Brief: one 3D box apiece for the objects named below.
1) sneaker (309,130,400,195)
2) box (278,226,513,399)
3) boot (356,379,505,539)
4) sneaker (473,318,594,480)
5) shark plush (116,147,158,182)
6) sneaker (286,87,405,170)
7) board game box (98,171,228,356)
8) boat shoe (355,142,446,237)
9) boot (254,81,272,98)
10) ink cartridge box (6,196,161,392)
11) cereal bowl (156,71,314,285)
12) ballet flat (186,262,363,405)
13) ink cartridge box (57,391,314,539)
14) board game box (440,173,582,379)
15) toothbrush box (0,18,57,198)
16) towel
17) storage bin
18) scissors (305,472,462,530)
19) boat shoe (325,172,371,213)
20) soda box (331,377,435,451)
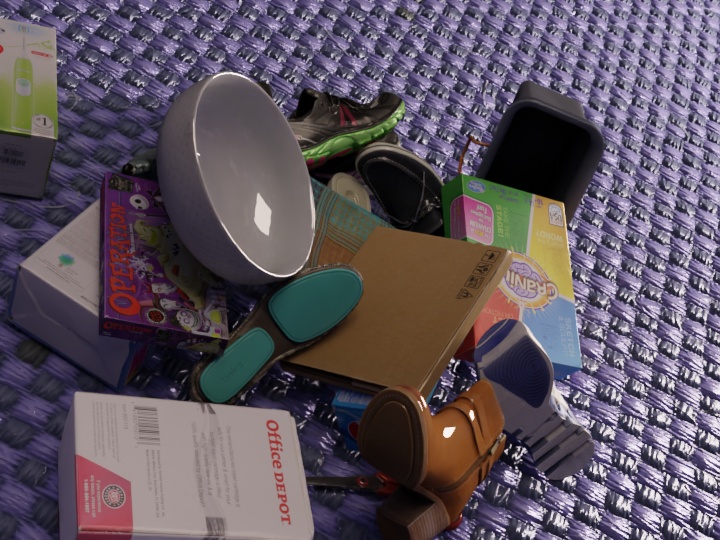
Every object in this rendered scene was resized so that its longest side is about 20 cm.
[{"bbox_3d":[-0.011,-0.134,1.615,0.080,0.087,0.200,37,40,14],"label":"sneaker"},{"bbox_3d":[0.035,0.038,1.346,0.162,0.021,0.201,11,49,33],"label":"box"},{"bbox_3d":[0.073,0.144,1.241,0.073,0.202,0.154,29,50,29],"label":"boot"},{"bbox_3d":[0.156,0.116,1.388,0.080,0.200,0.115,-34,39,1],"label":"sneaker"},{"bbox_3d":[-0.207,-0.095,1.413,0.082,0.092,0.200,-1,10,-14],"label":"shark plush"},{"bbox_3d":[-0.028,-0.168,1.517,0.199,0.076,0.085,-24,90,-39],"label":"sneaker"},{"bbox_3d":[-0.188,-0.009,1.309,0.118,0.033,0.202,8,42,-18],"label":"board game box"},{"bbox_3d":[0.067,-0.063,1.540,0.200,0.074,0.063,48,32,-25],"label":"boat shoe"},{"bbox_3d":[-0.168,-0.162,1.585,0.129,0.068,0.201,8,40,-11],"label":"boot"},{"bbox_3d":[-0.229,0.006,1.346,0.135,0.077,0.200,32,40,6],"label":"ink cartridge box"},{"bbox_3d":[-0.128,-0.080,1.300,0.200,0.082,0.203,38,44,-50],"label":"cereal bowl"},{"bbox_3d":[-0.088,0.057,1.322,0.199,0.075,0.068,-38,104,-14],"label":"ballet flat"},{"bbox_3d":[-0.152,0.191,1.173,0.197,0.083,0.148,7,41,-20],"label":"ink cartridge box"},{"bbox_3d":[0.165,0.008,1.507,0.151,0.040,0.203,12,63,-32],"label":"board game box"},{"bbox_3d":[-0.400,-0.181,1.461,0.144,0.087,0.201,9,40,-20],"label":"toothbrush box"},{"bbox_3d":[0.000,0.000,1.444,0.199,0.022,0.148,30,53,-26],"label":"towel"},{"bbox_3d":[0.190,-0.127,1.645,0.144,0.202,0.135,21,27,-4],"label":"storage bin"},{"bbox_3d":[0.012,0.199,1.311,0.197,0.014,0.074,16,42,-10],"label":"scissors"},{"bbox_3d":[-0.026,-0.007,1.490,0.071,0.067,0.202,25,48,-33],"label":"boat shoe"},{"bbox_3d":[0.042,0.085,1.363,0.063,0.068,0.201,6,46,26],"label":"soda box"}]
